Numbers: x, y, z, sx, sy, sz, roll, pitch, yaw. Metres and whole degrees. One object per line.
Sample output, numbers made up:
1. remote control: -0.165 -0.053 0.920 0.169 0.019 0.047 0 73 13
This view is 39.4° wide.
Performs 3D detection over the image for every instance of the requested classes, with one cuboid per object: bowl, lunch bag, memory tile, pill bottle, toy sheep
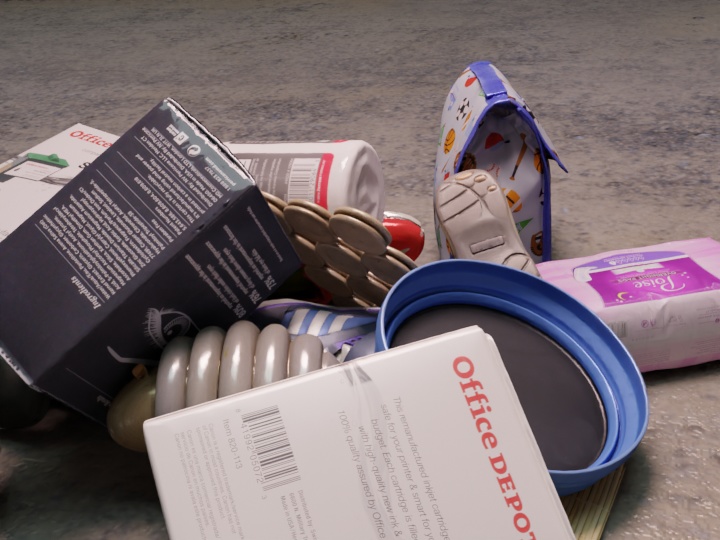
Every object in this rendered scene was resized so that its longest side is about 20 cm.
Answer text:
1. bowl: 0.103 0.073 0.710 0.201 0.039 0.201 14 39 -11
2. lunch bag: 0.135 -0.098 1.014 0.124 0.200 0.170 -4 23 0
3. memory tile: 0.000 0.000 0.847 0.153 0.200 0.017 13 65 41
4. pill bottle: -0.086 -0.066 0.940 0.200 0.111 0.111 2 24 21
5. toy sheep: -0.074 0.099 0.696 0.200 0.138 0.138 1 24 -4

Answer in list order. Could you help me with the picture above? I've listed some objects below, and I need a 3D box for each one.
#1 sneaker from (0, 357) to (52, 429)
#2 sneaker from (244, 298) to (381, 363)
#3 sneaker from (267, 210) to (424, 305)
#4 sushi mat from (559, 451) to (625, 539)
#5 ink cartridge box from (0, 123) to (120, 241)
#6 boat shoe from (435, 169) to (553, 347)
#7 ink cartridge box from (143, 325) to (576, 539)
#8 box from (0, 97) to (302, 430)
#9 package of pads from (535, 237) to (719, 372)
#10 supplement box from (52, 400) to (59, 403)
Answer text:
1. sneaker: -0.334 0.081 0.798 0.200 0.074 0.089 10 -1 28
2. sneaker: -0.025 0.078 0.782 0.200 0.081 0.146 -4 17 -16
3. sneaker: -0.028 0.003 0.983 0.200 0.077 0.085 -16 30 -3
4. sushi mat: 0.104 0.169 0.647 0.096 0.012 0.200 8 27 24
5. ink cartridge box: -0.260 -0.038 0.859 0.146 0.084 0.200 19 42 30
6. boat shoe: 0.117 0.012 0.845 0.074 0.200 0.073 -14 -22 9
7. ink cartridge box: -0.003 0.133 0.557 0.200 0.083 0.147 -15 67 -12
8. box: -0.159 0.003 0.727 0.200 0.148 0.104 -42 67 -9
9. package of pads: 0.245 0.031 0.860 0.200 0.076 0.121 -8 22 -11
10. supplement box: -0.250 0.062 0.879 0.200 0.061 0.109 7 28 25
